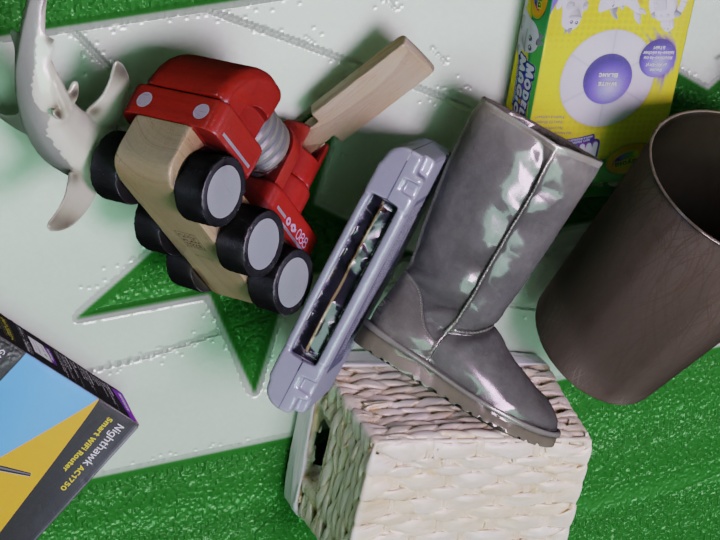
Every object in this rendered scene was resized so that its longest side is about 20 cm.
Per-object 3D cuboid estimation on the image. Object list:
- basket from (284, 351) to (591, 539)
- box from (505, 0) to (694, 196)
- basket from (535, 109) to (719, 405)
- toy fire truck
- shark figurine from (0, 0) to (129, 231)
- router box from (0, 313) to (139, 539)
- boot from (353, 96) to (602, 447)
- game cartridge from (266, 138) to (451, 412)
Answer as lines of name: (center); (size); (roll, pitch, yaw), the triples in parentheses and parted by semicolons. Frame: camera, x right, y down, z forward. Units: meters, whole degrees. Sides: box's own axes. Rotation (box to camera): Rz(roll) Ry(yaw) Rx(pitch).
basket: (0.060, 0.148, 1.661); (0.199, 0.123, 0.136); (1, 118, -22)
box: (0.167, -0.137, 1.584); (0.117, 0.048, 0.201); (-3, 121, -21)
basket: (0.227, -0.001, 1.603); (0.179, 0.137, 0.200); (5, 143, -32)
toy fire truck: (-0.058, -0.092, 1.479); (0.201, 0.128, 0.176); (-63, 146, -20)
shark figurine: (-0.208, -0.118, 1.429); (0.128, 0.089, 0.215); (-51, 141, -30)
router box: (-0.277, 0.135, 1.560); (0.200, 0.051, 0.149); (-48, 126, 9)
boot: (0.110, 0.004, 1.555); (0.181, 0.073, 0.201); (31, 91, -16)
game cartridge: (0.000, 0.000, 1.547); (0.041, 0.133, 0.201); (29, 100, 9)
